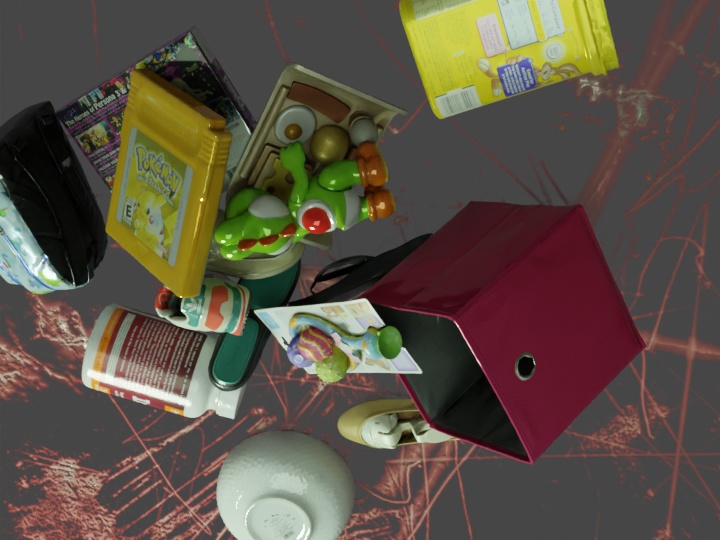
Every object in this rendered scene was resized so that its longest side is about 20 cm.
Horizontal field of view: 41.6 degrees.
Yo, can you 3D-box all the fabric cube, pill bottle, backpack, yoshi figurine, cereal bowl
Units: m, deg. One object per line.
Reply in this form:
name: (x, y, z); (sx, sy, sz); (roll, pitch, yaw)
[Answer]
fabric cube: (0.155, 0.059, 1.049); (0.199, 0.200, 0.197); (-38, 112, -22)
pill bottle: (-0.245, 0.122, 1.218); (0.199, 0.113, 0.114); (17, 117, -2)
backpack: (-0.383, -0.069, 1.125); (0.153, 0.164, 0.200); (-21, 119, 25)
yoshi figurine: (-0.070, -0.076, 1.045); (0.199, 0.112, 0.113); (-21, 84, -9)
cereal bowl: (-0.109, 0.327, 1.323); (0.198, 0.083, 0.201); (2, 116, 5)

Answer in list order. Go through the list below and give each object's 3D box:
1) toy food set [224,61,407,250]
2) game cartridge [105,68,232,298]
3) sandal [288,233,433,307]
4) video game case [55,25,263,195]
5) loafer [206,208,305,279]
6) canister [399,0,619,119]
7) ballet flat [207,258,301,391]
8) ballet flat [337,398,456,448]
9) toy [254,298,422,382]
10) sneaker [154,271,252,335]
toy food set: (-0.053, -0.125, 1.078); (0.143, 0.061, 0.201); (18, 118, -24)
game cartridge: (-0.216, -0.098, 1.042); (0.176, 0.032, 0.201); (35, 121, 38)
sandal: (0.000, 0.000, 1.160); (0.199, 0.076, 0.043); (-27, 81, 8)
video game case: (-0.227, -0.159, 1.117); (0.199, 0.036, 0.182); (-26, 112, 18)
loafer: (-0.164, -0.038, 1.128); (0.198, 0.076, 0.068); (0, 147, -7)
canister: (0.155, -0.256, 0.998); (0.199, 0.087, 0.149); (-15, 114, 15)
ballet flat: (-0.132, 0.058, 1.174); (0.073, 0.073, 0.201); (26, 73, -7)
ballet flat: (0.062, 0.203, 1.252); (0.199, 0.063, 0.069); (-11, 115, 12)
toy: (-0.037, 0.090, 1.068); (0.199, 0.047, 0.115); (-10, 126, 45)
sneaker: (-0.205, 0.031, 1.129); (0.093, 0.199, 0.071); (14, 89, -30)
